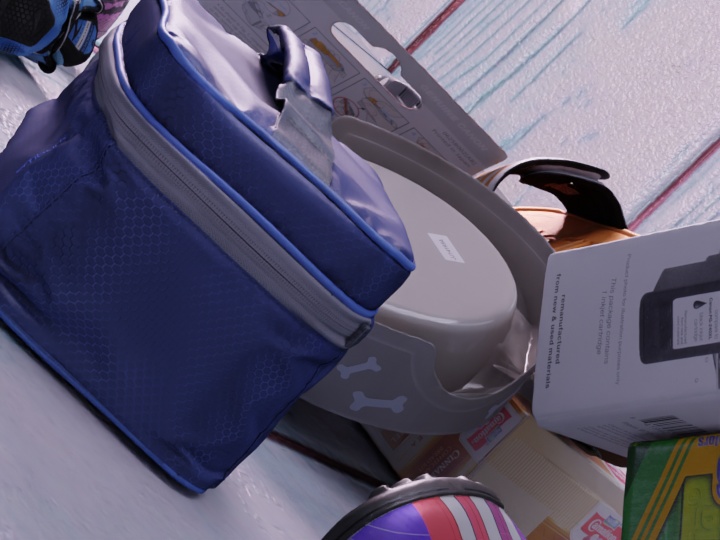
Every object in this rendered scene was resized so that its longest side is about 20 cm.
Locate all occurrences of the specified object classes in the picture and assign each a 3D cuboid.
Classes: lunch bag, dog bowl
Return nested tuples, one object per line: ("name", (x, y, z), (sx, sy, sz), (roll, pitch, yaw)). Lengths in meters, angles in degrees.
("lunch bag", (-0.058, -0.026, 1.006), (0.136, 0.132, 0.200), (44, 8, -15))
("dog bowl", (0.000, 0.000, 1.237), (0.199, 0.059, 0.200), (22, 26, -12))

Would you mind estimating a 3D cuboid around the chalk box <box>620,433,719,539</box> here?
("chalk box", (0.186, 0.178, 1.135), (0.124, 0.124, 0.201), (26, 62, -44))

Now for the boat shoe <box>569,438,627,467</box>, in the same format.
("boat shoe", (0.116, 0.045, 1.335), (0.200, 0.075, 0.074), (-83, 152, -75))

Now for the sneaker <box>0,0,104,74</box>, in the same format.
("sneaker", (-0.155, -0.140, 1.321), (0.090, 0.078, 0.200), (47, 6, -19))

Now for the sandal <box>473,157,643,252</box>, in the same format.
("sandal", (0.100, -0.027, 1.338), (0.206, 0.079, 0.060), (18, -57, 62))

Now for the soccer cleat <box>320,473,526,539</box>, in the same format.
("soccer cleat", (0.049, 0.134, 1.025), (0.073, 0.068, 0.200), (59, 11, 31))

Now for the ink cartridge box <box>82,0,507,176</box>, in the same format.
("ink cartridge box", (-0.031, -0.094, 1.415), (0.163, 0.200, 0.057), (44, 47, -18))

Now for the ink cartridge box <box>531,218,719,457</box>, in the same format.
("ink cartridge box", (0.196, 0.035, 1.161), (0.145, 0.084, 0.199), (22, -23, -39))

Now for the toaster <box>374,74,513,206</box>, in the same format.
("toaster", (0.035, -0.030, 1.684), (0.129, 0.114, 0.200), (46, 5, -21))

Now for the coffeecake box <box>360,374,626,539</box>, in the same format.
("coffeecake box", (0.051, 0.066, 1.381), (0.153, 0.073, 0.200), (39, 10, -46))

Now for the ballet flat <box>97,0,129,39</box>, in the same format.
("ballet flat", (-0.199, -0.206, 1.452), (0.200, 0.071, 0.069), (43, 8, -20))
